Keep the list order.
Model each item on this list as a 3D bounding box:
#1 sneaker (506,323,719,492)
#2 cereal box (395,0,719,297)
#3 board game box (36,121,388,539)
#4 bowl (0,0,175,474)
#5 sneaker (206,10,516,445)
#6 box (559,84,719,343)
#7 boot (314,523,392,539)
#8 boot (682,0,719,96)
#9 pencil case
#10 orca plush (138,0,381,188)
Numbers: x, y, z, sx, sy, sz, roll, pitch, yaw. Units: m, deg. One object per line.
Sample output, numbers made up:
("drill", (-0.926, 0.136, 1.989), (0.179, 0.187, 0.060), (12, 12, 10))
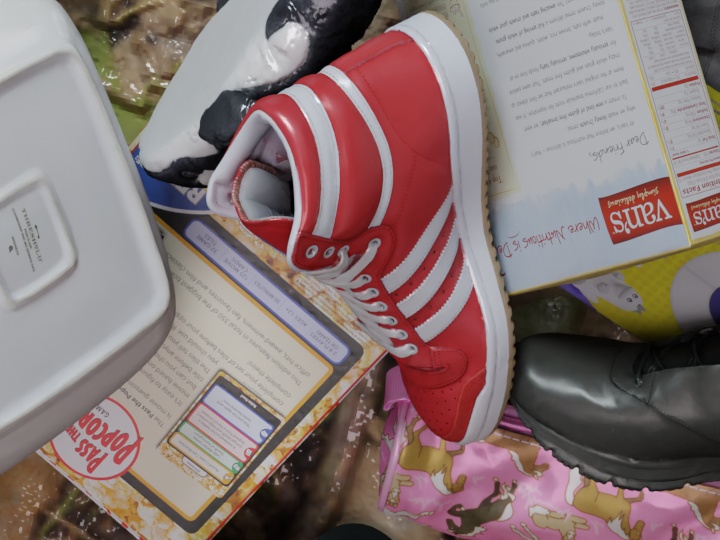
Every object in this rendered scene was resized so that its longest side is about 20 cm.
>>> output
("sneaker", (0.161, 0.051, 1.278), (0.199, 0.076, 0.091), (12, 129, 7))
("cereal box", (0.077, -0.096, 1.240), (0.144, 0.039, 0.201), (-15, 92, 55))
("board game box", (-0.076, 0.021, 1.379), (0.151, 0.046, 0.200), (41, 112, -6))
("bowl", (-0.162, -0.010, 1.246), (0.074, 0.200, 0.201), (0, 117, 43))
("sneaker", (0.000, 0.000, 1.247), (0.112, 0.071, 0.201), (-25, 123, -27))
("box", (0.184, 0.009, 1.300), (0.199, 0.048, 0.117), (31, 140, -8))
("boot", (-0.022, 0.241, 1.428), (0.073, 0.199, 0.162), (2, 152, -33))
("boot", (0.129, -0.123, 1.278), (0.200, 0.070, 0.132), (34, 122, 4))
("pencil case", (0.104, 0.095, 1.356), (0.199, 0.083, 0.087), (14, 106, 6))
("orca plush", (-0.015, -0.103, 1.264), (0.071, 0.105, 0.200), (24, 110, -23))
